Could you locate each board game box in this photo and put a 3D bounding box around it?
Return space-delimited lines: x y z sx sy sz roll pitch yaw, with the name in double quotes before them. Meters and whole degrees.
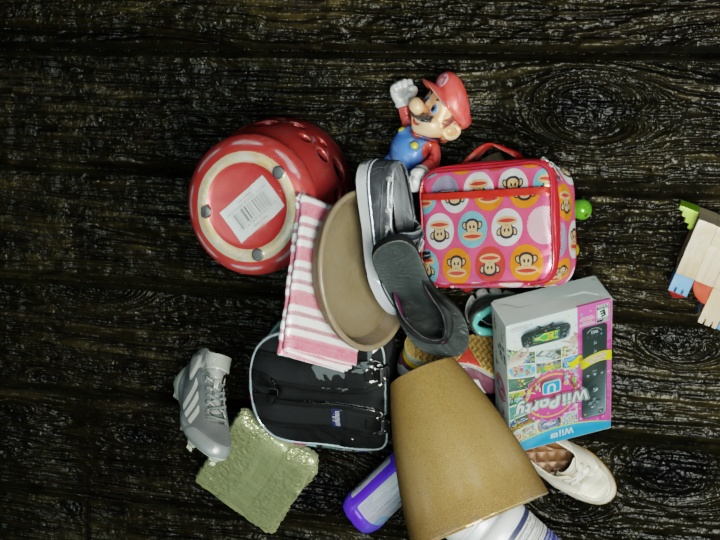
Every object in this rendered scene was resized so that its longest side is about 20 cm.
"board game box" 0.246 0.122 1.433 0.145 0.065 0.203 -13 123 -9

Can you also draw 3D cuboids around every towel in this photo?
"towel" -0.150 0.288 1.607 0.147 0.037 0.201 33 131 1
"towel" -0.046 0.017 1.396 0.029 0.145 0.204 -2 77 35

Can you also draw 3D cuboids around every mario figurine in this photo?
"mario figurine" 0.061 -0.176 1.462 0.123 0.106 0.201 38 108 6

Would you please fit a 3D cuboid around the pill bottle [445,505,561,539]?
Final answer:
"pill bottle" 0.207 0.386 1.525 0.199 0.120 0.120 41 107 4

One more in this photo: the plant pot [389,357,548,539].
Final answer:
"plant pot" 0.113 0.222 1.412 0.184 0.186 0.203 -27 74 17

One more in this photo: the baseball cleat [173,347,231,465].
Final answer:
"baseball cleat" -0.213 0.176 1.561 0.069 0.200 0.107 22 107 -35

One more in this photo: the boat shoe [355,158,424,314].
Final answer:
"boat shoe" 0.047 -0.040 1.397 0.067 0.071 0.204 1 107 36

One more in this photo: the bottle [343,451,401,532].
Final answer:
"bottle" 0.063 0.280 1.559 0.200 0.083 0.065 -45 79 17

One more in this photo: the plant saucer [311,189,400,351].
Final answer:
"plant saucer" 0.000 0.000 1.413 0.029 0.199 0.204 -3 101 36

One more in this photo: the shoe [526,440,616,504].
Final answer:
"shoe" 0.260 0.256 1.521 0.198 0.053 0.071 35 107 5

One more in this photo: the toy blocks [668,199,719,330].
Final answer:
"toy blocks" 0.471 0.015 1.411 0.197 0.100 0.139 22 116 8

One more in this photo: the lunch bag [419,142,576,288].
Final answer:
"lunch bag" 0.169 -0.068 1.384 0.197 0.081 0.180 -2 89 35

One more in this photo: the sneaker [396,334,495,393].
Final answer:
"sneaker" 0.147 0.138 1.525 0.196 0.076 0.091 13 138 -2

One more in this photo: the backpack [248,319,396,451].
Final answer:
"backpack" -0.049 0.146 1.524 0.196 0.151 0.181 0 107 8

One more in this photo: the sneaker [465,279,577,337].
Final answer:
"sneaker" 0.231 0.061 1.471 0.196 0.091 0.079 -8 100 15

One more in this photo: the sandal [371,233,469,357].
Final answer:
"sandal" 0.072 0.045 1.382 0.074 0.048 0.201 -26 122 15

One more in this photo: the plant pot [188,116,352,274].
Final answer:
"plant pot" -0.124 -0.100 1.484 0.196 0.182 0.205 2 99 14

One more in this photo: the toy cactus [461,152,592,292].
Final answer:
"toy cactus" 0.195 -0.071 1.463 0.198 0.102 0.168 -26 84 27
